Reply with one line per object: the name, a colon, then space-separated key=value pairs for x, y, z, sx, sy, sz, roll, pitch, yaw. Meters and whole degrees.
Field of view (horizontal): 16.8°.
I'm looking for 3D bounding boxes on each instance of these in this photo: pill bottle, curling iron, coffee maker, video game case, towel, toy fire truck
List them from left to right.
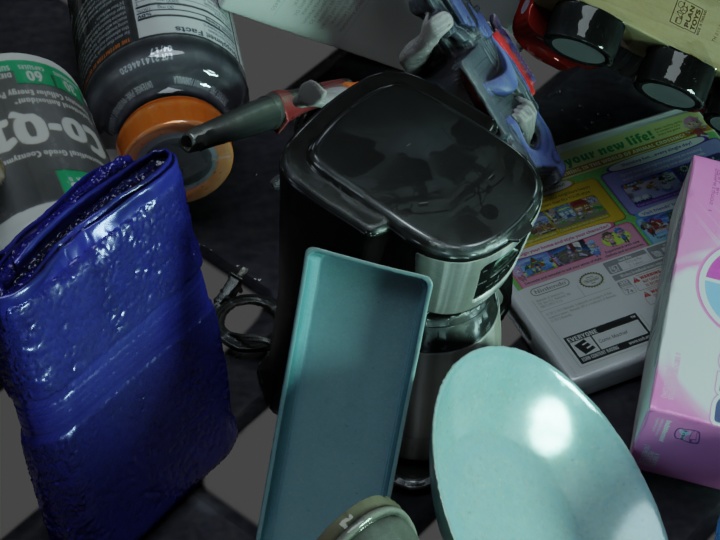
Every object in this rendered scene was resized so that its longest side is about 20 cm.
pill bottle: x=-0.191 y=-0.025 z=1.441 sx=0.112 sy=0.114 sz=0.201 roll=-13 pitch=49 yaw=-17
towel: x=-0.138 y=0.049 z=1.321 sx=0.049 sy=0.201 sz=0.148 roll=18 pitch=44 yaw=35
pill bottle: x=-0.129 y=-0.135 z=1.558 sx=0.105 sy=0.107 sz=0.201 roll=-4 pitch=47 yaw=-10
curling iron: x=-0.052 y=-0.089 z=1.509 sx=0.025 sy=0.050 sz=0.200 roll=18 pitch=16 yaw=22
coffee maker: x=0.000 y=0.000 z=1.374 sx=0.191 sy=0.201 sz=0.135 roll=13 pitch=45 yaw=8
video game case: x=0.171 y=-0.016 z=1.530 sx=0.199 sy=0.022 sz=0.182 roll=-18 pitch=51 yaw=-20
toy fire truck: x=0.179 y=-0.160 z=1.565 sx=0.175 sy=0.200 sz=0.129 roll=24 pitch=78 yaw=-14

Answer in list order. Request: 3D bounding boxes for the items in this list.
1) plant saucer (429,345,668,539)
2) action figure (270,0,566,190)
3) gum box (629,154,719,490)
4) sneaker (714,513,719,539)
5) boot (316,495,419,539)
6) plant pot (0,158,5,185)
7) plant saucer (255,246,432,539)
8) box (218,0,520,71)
plant saucer: x=0.094 y=0.139 z=1.309 sx=0.201 sy=0.039 sz=0.202 roll=33 pitch=40 yaw=-33
action figure: x=0.029 y=-0.118 z=1.521 sx=0.193 sy=0.104 sz=0.201 roll=-32 pitch=98 yaw=-40
gum box: x=0.231 y=0.031 z=1.434 sx=0.113 sy=0.066 sz=0.201 roll=14 pitch=54 yaw=1
sneaker: x=0.219 y=0.186 z=1.299 sx=0.065 sy=0.079 sz=0.201 roll=8 pitch=52 yaw=-1
boot: x=0.065 y=0.218 z=1.196 sx=0.072 sy=0.182 sz=0.200 roll=-38 pitch=54 yaw=-13
plant pot: x=-0.306 y=-0.053 z=1.354 sx=0.183 sy=0.201 sz=0.201 roll=-34 pitch=53 yaw=1
plant saucer: x=-0.010 y=0.084 z=1.306 sx=0.069 sy=0.201 sz=0.019 roll=14 pitch=23 yaw=8
box: x=0.004 y=-0.229 z=1.607 sx=0.199 sy=0.107 sz=0.153 roll=17 pitch=39 yaw=-29
